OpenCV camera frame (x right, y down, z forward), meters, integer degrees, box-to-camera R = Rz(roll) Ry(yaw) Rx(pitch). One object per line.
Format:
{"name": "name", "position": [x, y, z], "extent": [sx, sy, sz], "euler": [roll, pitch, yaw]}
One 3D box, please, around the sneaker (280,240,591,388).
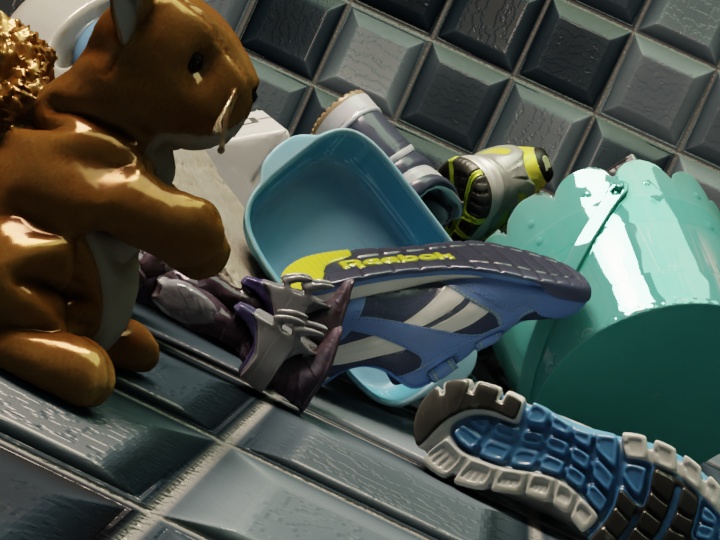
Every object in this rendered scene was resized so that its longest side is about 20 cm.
{"name": "sneaker", "position": [0.048, 0.029, 1.066], "extent": [0.200, 0.082, 0.074], "euler": [-3, 16, -10]}

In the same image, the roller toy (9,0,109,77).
{"name": "roller toy", "position": [-0.202, -0.138, 1.374], "extent": [0.140, 0.200, 0.182], "euler": [29, 18, 33]}

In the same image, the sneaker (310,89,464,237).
{"name": "sneaker", "position": [0.018, -0.045, 1.236], "extent": [0.109, 0.070, 0.200], "euler": [46, -13, 17]}

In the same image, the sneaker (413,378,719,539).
{"name": "sneaker", "position": [0.132, 0.119, 0.969], "extent": [0.200, 0.075, 0.087], "euler": [27, 0, 17]}

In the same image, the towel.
{"name": "towel", "position": [-0.104, -0.029, 1.105], "extent": [0.200, 0.034, 0.133], "euler": [56, 12, 4]}

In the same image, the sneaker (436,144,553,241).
{"name": "sneaker", "position": [0.086, -0.043, 1.272], "extent": [0.076, 0.075, 0.200], "euler": [-17, -4, -19]}

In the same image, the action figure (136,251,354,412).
{"name": "action figure", "position": [-0.108, 0.009, 0.968], "extent": [0.200, 0.069, 0.130], "euler": [20, 16, -5]}

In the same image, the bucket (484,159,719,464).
{"name": "bucket", "position": [0.186, 0.043, 1.173], "extent": [0.207, 0.207, 0.135], "euler": [22, 33, -29]}

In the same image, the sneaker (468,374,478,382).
{"name": "sneaker", "position": [0.045, 0.039, 1.321], "extent": [0.200, 0.078, 0.086], "euler": [20, 11, -43]}

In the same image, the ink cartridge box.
{"name": "ink cartridge box", "position": [-0.089, -0.056, 1.291], "extent": [0.067, 0.116, 0.200], "euler": [-12, 11, -7]}

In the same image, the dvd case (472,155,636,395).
{"name": "dvd case", "position": [0.156, 0.013, 1.256], "extent": [0.146, 0.200, 0.022], "euler": [44, 22, -39]}

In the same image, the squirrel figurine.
{"name": "squirrel figurine", "position": [-0.149, -0.060, 0.804], "extent": [0.200, 0.187, 0.142], "euler": [25, 6, 9]}

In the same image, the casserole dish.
{"name": "casserole dish", "position": [0.000, 0.000, 1.116], "extent": [0.200, 0.121, 0.039], "euler": [52, -25, -8]}
